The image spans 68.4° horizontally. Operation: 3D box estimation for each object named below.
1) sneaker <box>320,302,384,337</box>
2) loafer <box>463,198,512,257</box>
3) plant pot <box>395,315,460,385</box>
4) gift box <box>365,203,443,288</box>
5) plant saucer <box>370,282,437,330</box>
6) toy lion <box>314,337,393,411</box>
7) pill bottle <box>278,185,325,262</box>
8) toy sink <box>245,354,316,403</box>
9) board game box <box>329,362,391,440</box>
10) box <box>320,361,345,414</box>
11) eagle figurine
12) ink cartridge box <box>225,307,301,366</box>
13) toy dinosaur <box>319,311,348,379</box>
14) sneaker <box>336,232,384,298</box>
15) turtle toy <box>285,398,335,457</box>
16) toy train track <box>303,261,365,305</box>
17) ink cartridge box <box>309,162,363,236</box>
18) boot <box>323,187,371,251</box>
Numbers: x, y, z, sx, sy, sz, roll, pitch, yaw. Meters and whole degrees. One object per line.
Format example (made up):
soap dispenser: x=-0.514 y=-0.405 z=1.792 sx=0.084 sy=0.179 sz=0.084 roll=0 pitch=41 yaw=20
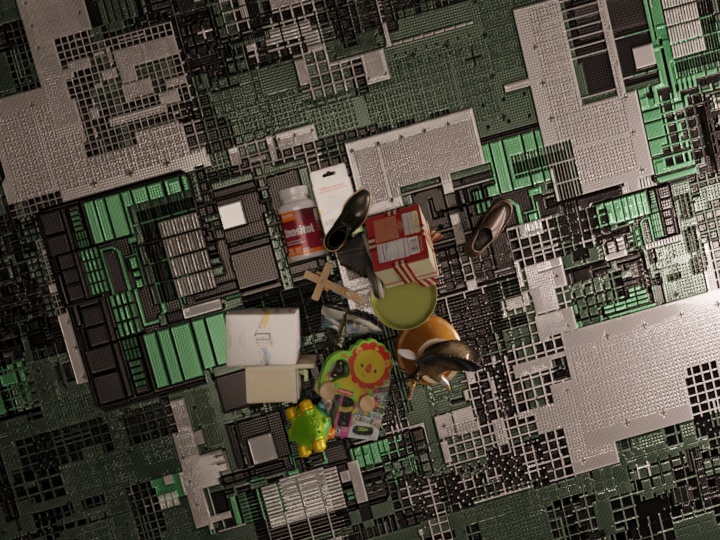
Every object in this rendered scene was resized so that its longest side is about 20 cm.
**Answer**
sneaker: x=-0.026 y=0.161 z=1.571 sx=0.196 sy=0.078 sz=0.088 roll=17 pitch=105 yaw=5
loafer: x=0.385 y=-0.121 z=1.557 sx=0.072 sy=0.071 sz=0.202 roll=33 pitch=92 yaw=-3
plant pot: x=0.204 y=0.240 z=1.516 sx=0.195 sy=0.183 sz=0.205 roll=0 pitch=93 yaw=-1
gift box: x=0.133 y=-0.056 z=1.476 sx=0.196 sy=0.187 sz=0.189 roll=-9 pitch=72 yaw=13
plant saucer: x=0.127 y=0.076 z=1.554 sx=0.195 sy=0.031 sz=0.204 roll=-3 pitch=73 yaw=11
toy lion: x=-0.010 y=0.280 z=1.485 sx=0.197 sy=0.068 sz=0.195 roll=20 pitch=84 yaw=-19
pill bottle: x=-0.172 y=-0.134 z=1.521 sx=0.111 sy=0.113 sz=0.204 roll=-13 pitch=93 yaw=-1
toy sink: x=-0.223 y=0.315 z=1.537 sx=0.195 sy=0.130 sz=0.115 roll=-3 pitch=93 yaw=-2
board game box: x=-0.004 y=0.386 z=1.563 sx=0.145 sy=0.064 sz=0.204 roll=12 pitch=93 yaw=-20
box: x=-0.085 y=0.342 z=1.586 sx=0.038 sy=0.041 sz=0.204 roll=17 pitch=93 yaw=-3
eagle figurine: x=0.204 y=0.242 z=1.357 sx=0.199 sy=0.153 sz=0.151 roll=-36 pitch=130 yaw=16
ink cartridge box: x=-0.273 y=0.186 z=1.519 sx=0.195 sy=0.147 sz=0.148 roll=-1 pitch=93 yaw=-2
toy dinosaur: x=-0.075 y=0.206 z=1.532 sx=0.087 sy=0.047 sz=0.205 roll=13 pitch=103 yaw=32
sneaker: x=0.000 y=0.000 z=1.546 sx=0.104 sy=0.075 sz=0.203 roll=-20 pitch=71 yaw=6
turtle toy: x=-0.146 y=0.449 z=1.523 sx=0.100 sy=0.199 sz=0.148 roll=-7 pitch=70 yaw=-43
toy train track: x=-0.078 y=0.051 z=1.577 sx=0.197 sy=0.033 sz=0.117 roll=25 pitch=85 yaw=-9
ink cartridge box: x=-0.072 y=-0.197 z=1.542 sx=0.115 sy=0.067 sz=0.204 roll=-15 pitch=94 yaw=-2
boot: x=-0.027 y=-0.137 z=1.445 sx=0.077 sy=0.138 sz=0.202 roll=30 pitch=89 yaw=-6
